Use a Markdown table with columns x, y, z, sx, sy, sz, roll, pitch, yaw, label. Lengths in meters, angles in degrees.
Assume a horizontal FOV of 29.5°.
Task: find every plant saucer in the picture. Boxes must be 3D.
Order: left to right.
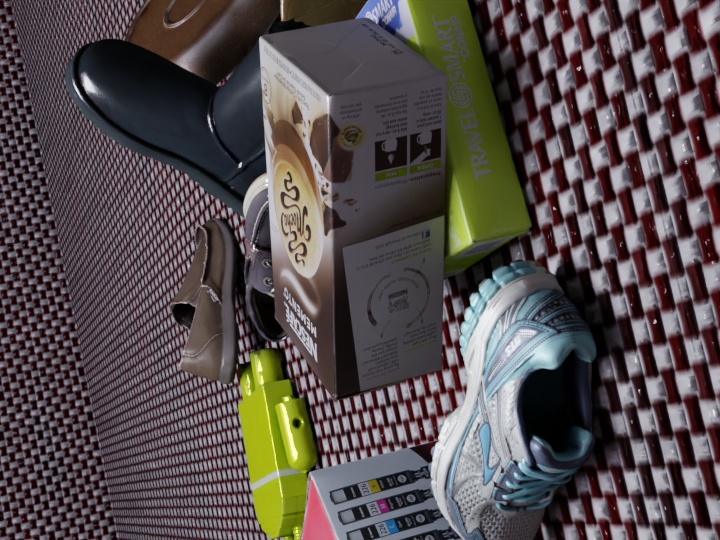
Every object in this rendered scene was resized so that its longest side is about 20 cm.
| x | y | z | sx | sy | sz | roll | pitch | yaw | label |
| --- | --- | --- | --- | --- | --- | --- | --- | --- | --- |
| -0.134 | -0.214 | 1.128 | 0.032 | 0.200 | 0.200 | 42 | -178 | -33 | plant saucer |

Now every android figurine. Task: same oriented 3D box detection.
| x | y | z | sx | sy | sz | roll | pitch | yaw | label |
| --- | --- | --- | --- | --- | --- | --- | --- | --- | --- |
| -0.086 | 0.185 | 1.395 | 0.182 | 0.040 | 0.203 | 135 | 125 | -66 | android figurine |

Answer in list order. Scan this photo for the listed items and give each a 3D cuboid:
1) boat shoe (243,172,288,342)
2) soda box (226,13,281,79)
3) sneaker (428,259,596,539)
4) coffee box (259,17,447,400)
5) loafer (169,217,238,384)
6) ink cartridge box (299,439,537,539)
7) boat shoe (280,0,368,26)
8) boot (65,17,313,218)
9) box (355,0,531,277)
| x | y | z | sx | sy | sz | roll | pitch | yaw | label |
| --- | --- | --- | --- | --- | --- | --- | --- | --- | --- |
| -0.054 | -0.008 | 1.025 | 0.201 | 0.071 | 0.066 | 110 | 154 | -61 | boat shoe |
| -0.084 | -0.194 | 1.159 | 0.200 | 0.062 | 0.071 | -132 | 36 | -57 | soda box |
| 0.093 | 0.101 | 0.796 | 0.086 | 0.077 | 0.203 | -132 | 36 | -50 | sneaker |
| -0.005 | -0.039 | 0.851 | 0.113 | 0.079 | 0.203 | -134 | 37 | -54 | coffee box |
| -0.169 | 0.027 | 1.467 | 0.073 | 0.070 | 0.202 | 105 | 163 | -50 | loafer |
| 0.034 | 0.222 | 0.874 | 0.085 | 0.173 | 0.201 | 100 | 151 | -46 | ink cartridge box |
| -0.029 | -0.225 | 0.992 | 0.067 | 0.073 | 0.203 | -87 | -13 | -68 | boat shoe |
| -0.094 | -0.132 | 0.973 | 0.168 | 0.199 | 0.077 | -38 | 23 | 48 | boot |
| 0.042 | -0.104 | 0.873 | 0.122 | 0.047 | 0.203 | 143 | 114 | -68 | box |
